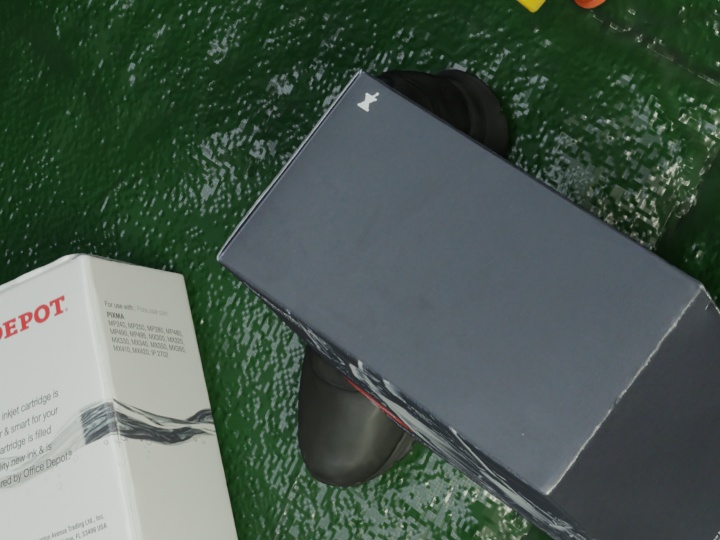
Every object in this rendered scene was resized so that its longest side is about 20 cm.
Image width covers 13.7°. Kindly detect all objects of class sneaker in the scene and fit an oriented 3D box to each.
[{"bbox_3d":[0.000,0.000,1.376,0.076,0.091,0.201,14,93,36],"label":"sneaker"}]

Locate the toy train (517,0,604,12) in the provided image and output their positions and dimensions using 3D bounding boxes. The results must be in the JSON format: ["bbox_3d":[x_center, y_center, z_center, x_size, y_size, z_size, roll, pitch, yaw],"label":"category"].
[{"bbox_3d":[0.135,-0.181,1.329,0.199,0.056,0.151,-15,49,45],"label":"toy train"}]

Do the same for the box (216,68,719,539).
[{"bbox_3d":[0.071,0.037,1.244,0.200,0.182,0.104,34,83,37],"label":"box"}]

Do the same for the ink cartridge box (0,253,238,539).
[{"bbox_3d":[-0.144,0.110,1.472,0.144,0.084,0.201,-23,70,33],"label":"ink cartridge box"}]
